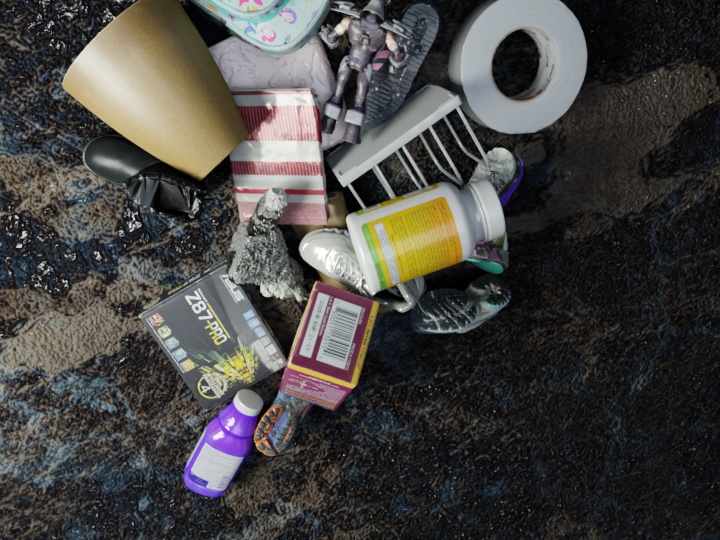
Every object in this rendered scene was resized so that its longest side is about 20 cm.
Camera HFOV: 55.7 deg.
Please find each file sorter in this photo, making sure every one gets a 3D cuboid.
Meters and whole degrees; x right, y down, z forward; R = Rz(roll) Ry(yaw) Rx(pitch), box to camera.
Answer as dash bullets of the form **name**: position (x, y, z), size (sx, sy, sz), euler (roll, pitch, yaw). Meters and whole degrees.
- **file sorter**: position (0.069, -0.160, 1.011), size (0.199, 0.139, 0.125), euler (-34, 114, 3)

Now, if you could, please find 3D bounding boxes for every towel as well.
- **towel**: position (-0.121, -0.161, 0.982), size (0.142, 0.023, 0.203), euler (2, 118, 13)
- **towel**: position (-0.126, -0.255, 1.001), size (0.189, 0.032, 0.202), euler (-23, 111, 0)

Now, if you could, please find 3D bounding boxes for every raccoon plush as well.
- **raccoon plush**: position (-0.113, -0.023, 1.009), size (0.133, 0.098, 0.200), euler (18, 147, -25)

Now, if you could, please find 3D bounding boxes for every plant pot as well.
- **plant pot**: position (-0.248, -0.223, 0.897), size (0.186, 0.187, 0.200), euler (-40, 104, 5)

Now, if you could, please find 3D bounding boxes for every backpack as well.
- **backpack**: position (-0.130, -0.387, 0.884), size (0.199, 0.151, 0.178), euler (35, 98, -11)

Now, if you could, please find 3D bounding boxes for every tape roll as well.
- **tape roll**: position (0.235, -0.311, 1.026), size (0.197, 0.066, 0.203), euler (-3, 108, -9)

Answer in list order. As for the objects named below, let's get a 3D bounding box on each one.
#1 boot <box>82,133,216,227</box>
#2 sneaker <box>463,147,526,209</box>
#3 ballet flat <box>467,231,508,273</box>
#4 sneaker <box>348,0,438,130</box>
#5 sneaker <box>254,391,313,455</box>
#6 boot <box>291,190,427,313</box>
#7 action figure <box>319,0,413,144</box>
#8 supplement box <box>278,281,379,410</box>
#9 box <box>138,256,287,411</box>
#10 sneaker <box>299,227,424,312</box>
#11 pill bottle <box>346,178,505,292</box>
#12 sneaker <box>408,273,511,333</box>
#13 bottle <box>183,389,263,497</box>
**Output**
- **boot**: position (-0.298, -0.127, 0.945), size (0.196, 0.163, 0.074), euler (18, 105, -14)
- **sneaker**: position (0.190, -0.104, 1.084), size (0.200, 0.070, 0.099), euler (-45, 155, 28)
- **ballet flat**: position (0.195, -0.040, 1.060), size (0.068, 0.200, 0.072), euler (16, 90, 24)
- **sneaker**: position (0.051, -0.299, 0.997), size (0.070, 0.082, 0.201), euler (31, 117, -13)
- **sneaker**: position (-0.109, 0.212, 1.143), size (0.075, 0.078, 0.201), euler (39, 83, -1)
- **boot**: position (-0.005, -0.029, 1.066), size (0.173, 0.066, 0.202), euler (-17, 110, 12)
- **action figure**: position (-0.004, -0.282, 0.934), size (0.129, 0.069, 0.202), euler (23, 114, 8)
- **supplement box**: position (-0.051, 0.119, 1.027), size (0.102, 0.200, 0.132), euler (18, 66, -4)
- **box**: position (-0.232, 0.104, 1.095), size (0.160, 0.049, 0.202), euler (-29, 111, -3)
- **sneaker**: position (0.000, 0.000, 1.004), size (0.198, 0.081, 0.076), euler (23, 115, 1)
- **pill bottle**: position (0.089, -0.054, 0.925), size (0.197, 0.111, 0.112), euler (-19, 111, -2)
- **sneaker**: position (0.158, 0.076, 1.107), size (0.198, 0.078, 0.087), euler (-13, 146, -31)
- **bottle**: position (-0.223, 0.285, 1.132), size (0.083, 0.066, 0.201), euler (24, 114, -15)
